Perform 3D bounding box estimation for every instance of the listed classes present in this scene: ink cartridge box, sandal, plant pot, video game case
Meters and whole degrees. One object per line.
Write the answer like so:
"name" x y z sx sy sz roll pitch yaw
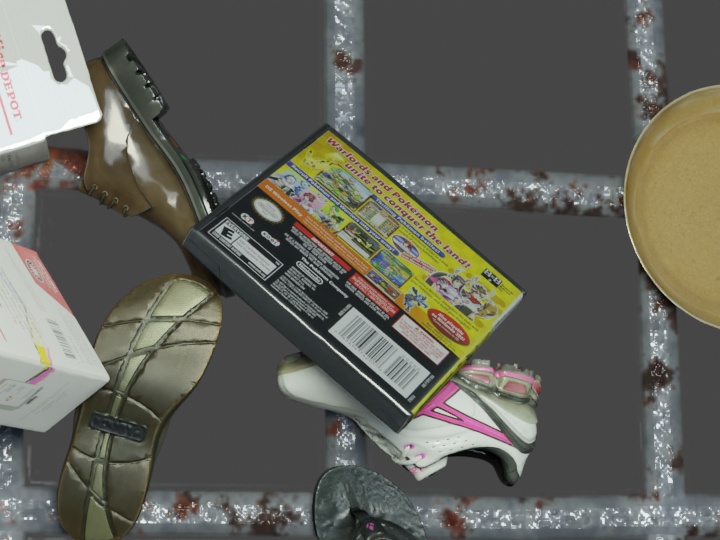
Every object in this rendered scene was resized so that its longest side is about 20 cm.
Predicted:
"ink cartridge box" -0.257 0.033 1.168 0.067 0.200 0.117 -37 70 9
"sandal" -0.158 0.096 1.273 0.081 0.055 0.201 17 89 -3
"plant pot" 0.297 -0.047 1.417 0.199 0.027 0.201 3 78 -12
"sandal" 0.029 0.230 1.286 0.075 0.048 0.201 -23 85 -16
"video game case" 0.000 0.000 1.282 0.200 0.026 0.181 40 43 7
"ink cartridge box" -0.292 -0.121 1.268 0.199 0.067 0.118 -17 83 -10

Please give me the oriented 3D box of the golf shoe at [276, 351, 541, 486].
"golf shoe" 0.035 0.103 1.301 0.199 0.073 0.093 10 78 -11

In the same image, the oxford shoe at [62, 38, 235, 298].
"oxford shoe" -0.154 -0.060 1.302 0.084 0.073 0.201 -31 85 1
